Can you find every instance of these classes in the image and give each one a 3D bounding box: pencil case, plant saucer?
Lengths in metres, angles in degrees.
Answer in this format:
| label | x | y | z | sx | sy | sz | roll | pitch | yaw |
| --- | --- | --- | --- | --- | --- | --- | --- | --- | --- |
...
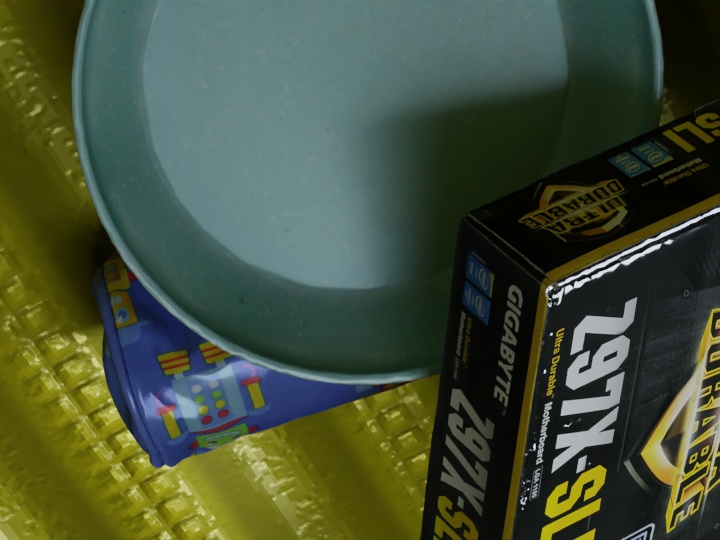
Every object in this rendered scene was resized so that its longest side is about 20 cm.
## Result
| label | x | y | z | sx | sy | sz | roll | pitch | yaw |
| --- | --- | --- | --- | --- | --- | --- | --- | --- | --- |
| pencil case | 0.000 | 0.000 | 1.021 | 0.200 | 0.087 | 0.078 | -21 | 160 | -4 |
| plant saucer | 0.001 | -0.063 | 0.949 | 0.200 | 0.036 | 0.200 | -2 | 101 | -11 |

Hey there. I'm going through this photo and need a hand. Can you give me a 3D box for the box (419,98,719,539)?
| label | x | y | z | sx | sy | sz | roll | pitch | yaw |
| --- | --- | --- | --- | --- | --- | --- | --- | --- | --- |
| box | 0.098 | 0.041 | 0.975 | 0.160 | 0.049 | 0.200 | -22 | 137 | -31 |
